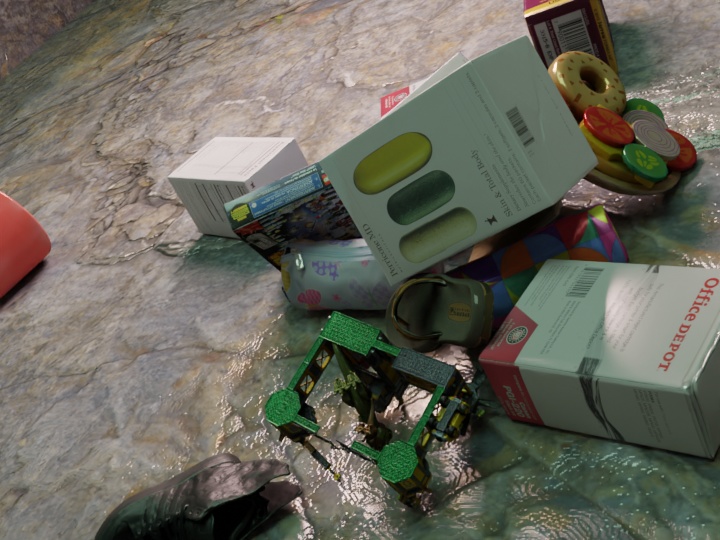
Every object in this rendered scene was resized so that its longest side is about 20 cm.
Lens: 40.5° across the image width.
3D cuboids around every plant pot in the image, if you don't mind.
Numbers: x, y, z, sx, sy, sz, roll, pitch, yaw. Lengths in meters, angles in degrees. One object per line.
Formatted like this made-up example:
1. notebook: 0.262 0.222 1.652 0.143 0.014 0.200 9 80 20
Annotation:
1. plant pot: -0.650 -0.025 1.622 0.200 0.201 0.178 2 52 41

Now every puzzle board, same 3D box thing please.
1. puzzle board: 0.185 -0.074 1.101 0.151 0.017 0.200 -44 13 39

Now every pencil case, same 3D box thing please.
1. pencil case: 0.000 0.000 1.130 0.199 0.091 0.083 0 40 38
2. pencil case: 0.175 0.007 0.988 0.199 0.089 0.089 -22 30 7

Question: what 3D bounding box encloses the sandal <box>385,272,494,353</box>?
1. sandal: 0.062 0.043 0.936 0.054 0.082 0.200 2 0 -21

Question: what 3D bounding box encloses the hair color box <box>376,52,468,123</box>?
1. hair color box: 0.088 -0.166 1.234 0.200 0.109 0.065 -41 -10 -10

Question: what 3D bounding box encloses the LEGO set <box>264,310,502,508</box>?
1. LEGO set: 0.022 0.136 0.913 0.199 0.116 0.154 11 65 30

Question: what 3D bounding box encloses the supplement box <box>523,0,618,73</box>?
1. supplement box: 0.300 -0.364 1.406 0.103 0.131 0.200 -16 31 20

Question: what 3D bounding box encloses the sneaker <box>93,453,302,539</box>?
1. sneaker: -0.158 0.235 0.925 0.199 0.060 0.104 -32 25 -13

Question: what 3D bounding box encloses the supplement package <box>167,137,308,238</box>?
1. supplement package: -0.169 -0.121 1.436 0.200 0.110 0.114 9 46 47

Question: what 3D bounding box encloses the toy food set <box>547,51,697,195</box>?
1. toy food set: 0.279 -0.159 1.087 0.200 0.198 0.049 -46 -12 -49

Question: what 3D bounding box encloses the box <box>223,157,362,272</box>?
1. box: -0.067 -0.060 1.194 0.136 0.200 0.040 -24 70 7

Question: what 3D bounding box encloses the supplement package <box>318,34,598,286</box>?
1. supplement package: 0.099 -0.109 0.979 0.200 0.152 0.151 -28 5 36

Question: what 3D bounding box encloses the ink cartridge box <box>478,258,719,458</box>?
1. ink cartridge box: 0.228 0.068 0.844 0.199 0.085 0.146 3 42 45

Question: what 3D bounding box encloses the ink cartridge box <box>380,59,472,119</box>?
1. ink cartridge box: 0.134 -0.220 1.367 0.199 0.083 0.146 -21 30 13
